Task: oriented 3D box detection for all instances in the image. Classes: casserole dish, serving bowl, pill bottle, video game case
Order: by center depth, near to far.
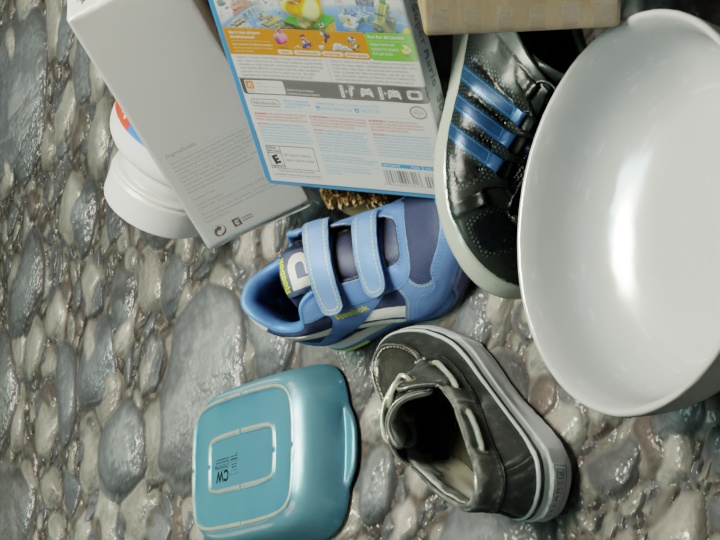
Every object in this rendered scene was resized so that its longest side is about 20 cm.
[{"bbox_3d":[0.160,-0.025,1.067,0.200,0.065,0.202,-21,66,57],"label":"serving bowl"},{"bbox_3d":[-0.022,-0.134,1.239,0.142,0.018,0.201,7,128,35],"label":"video game case"},{"bbox_3d":[-0.066,0.129,1.455,0.200,0.039,0.122,-22,65,58],"label":"casserole dish"},{"bbox_3d":[-0.113,-0.125,1.512,0.201,0.111,0.112,-65,35,28],"label":"pill bottle"}]

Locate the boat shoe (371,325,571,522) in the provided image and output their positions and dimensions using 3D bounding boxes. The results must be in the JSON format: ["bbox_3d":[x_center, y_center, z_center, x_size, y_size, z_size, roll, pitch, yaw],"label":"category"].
[{"bbox_3d":[0.047,0.081,1.234,0.200,0.070,0.073,36,115,57],"label":"boat shoe"}]

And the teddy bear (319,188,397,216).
[{"bbox_3d":[-0.027,-0.121,1.344,0.201,0.066,0.145,64,177,-15],"label":"teddy bear"}]

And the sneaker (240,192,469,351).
[{"bbox_3d":[0.000,0.000,1.322,0.200,0.082,0.075,-34,54,49],"label":"sneaker"}]

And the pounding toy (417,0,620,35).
[{"bbox_3d":[0.095,-0.238,1.079,0.184,0.141,0.202,-97,4,-63],"label":"pounding toy"}]

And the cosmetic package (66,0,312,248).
[{"bbox_3d":[-0.113,-0.129,1.373,0.081,0.201,0.113,-24,38,6],"label":"cosmetic package"}]

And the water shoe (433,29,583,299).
[{"bbox_3d":[0.089,-0.087,1.197,0.079,0.071,0.202,-17,70,55],"label":"water shoe"}]
